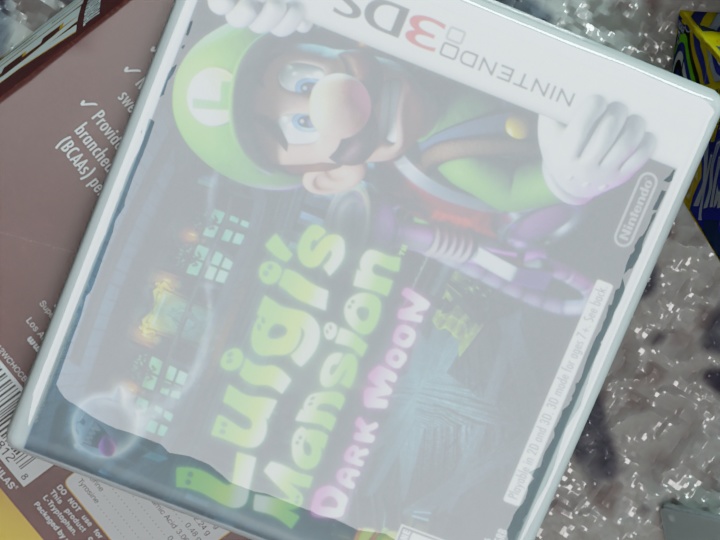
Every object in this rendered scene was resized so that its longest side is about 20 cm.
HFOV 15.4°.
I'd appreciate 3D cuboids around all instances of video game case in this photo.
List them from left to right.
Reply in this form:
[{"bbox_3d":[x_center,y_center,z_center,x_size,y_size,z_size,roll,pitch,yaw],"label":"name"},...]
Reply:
[{"bbox_3d":[0.000,0.000,0.890,0.181,0.023,0.201,21,102,-6],"label":"video game case"}]

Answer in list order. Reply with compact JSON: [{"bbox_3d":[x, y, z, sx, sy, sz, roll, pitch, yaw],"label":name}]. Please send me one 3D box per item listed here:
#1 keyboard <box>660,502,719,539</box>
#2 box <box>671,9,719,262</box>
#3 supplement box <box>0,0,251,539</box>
[{"bbox_3d":[0.184,0.129,0.992,0.011,0.200,0.057,-15,104,-34],"label":"keyboard"},{"bbox_3d":[0.154,-0.041,0.929,0.070,0.200,0.065,4,105,-3],"label":"box"},{"bbox_3d":[-0.070,0.003,0.970,0.200,0.133,0.197,-36,102,8],"label":"supplement box"}]
